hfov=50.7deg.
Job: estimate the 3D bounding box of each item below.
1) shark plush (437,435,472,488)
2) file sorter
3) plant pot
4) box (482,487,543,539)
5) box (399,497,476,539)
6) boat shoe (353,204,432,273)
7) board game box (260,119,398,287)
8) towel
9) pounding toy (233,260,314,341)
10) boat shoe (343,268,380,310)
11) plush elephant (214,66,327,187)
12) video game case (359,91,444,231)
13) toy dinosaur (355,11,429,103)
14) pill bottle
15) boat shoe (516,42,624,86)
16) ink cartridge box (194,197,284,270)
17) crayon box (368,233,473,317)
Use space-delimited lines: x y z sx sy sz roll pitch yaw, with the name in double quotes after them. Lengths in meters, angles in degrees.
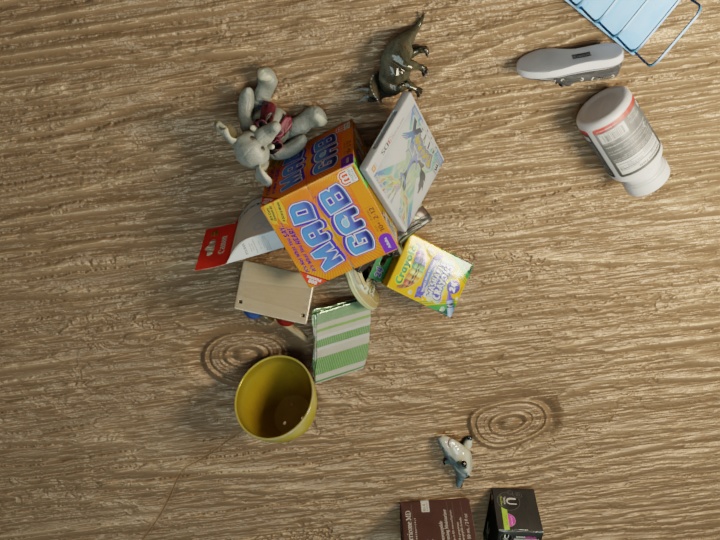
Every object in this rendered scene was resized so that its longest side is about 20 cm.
0.255 0.499 2.002 0.082 0.092 0.201 4 145 19 "shark plush"
0.477 -0.479 1.344 0.198 0.124 0.139 30 118 -19 "file sorter"
-0.181 0.324 1.807 0.196 0.203 0.142 -17 148 10 "plant pot"
0.411 0.716 2.065 0.121 0.150 0.203 3 123 -1 "box"
0.210 0.743 2.069 0.195 0.167 0.167 -3 123 0 "box"
0.065 -0.060 1.580 0.201 0.072 0.066 -44 81 7 "boat shoe"
-0.057 -0.133 1.501 0.197 0.201 0.202 -23 120 13 "board game box"
-0.046 0.161 1.758 0.150 0.023 0.204 -14 124 -25 "towel"
-0.180 0.070 1.642 0.180 0.200 0.145 13 87 -9 "pounding toy"
0.000 -0.002 1.662 0.062 0.074 0.203 -21 113 17 "boat shoe"
-0.186 -0.258 1.444 0.164 0.156 0.199 41 114 -19 "plush elephant"
0.085 -0.205 1.457 0.022 0.184 0.200 16 158 35 "video game case"
0.073 -0.383 1.423 0.100 0.078 0.202 10 126 -23 "toy dinosaur"
0.519 -0.249 1.490 0.115 0.117 0.200 -34 117 19 "pill bottle"
0.396 -0.381 1.439 0.196 0.071 0.067 -9 141 8 "boat shoe"
-0.243 -0.083 1.552 0.196 0.161 0.048 -14 123 8 "ink cartridge box"
0.132 0.002 1.648 0.197 0.052 0.128 25 91 -15 "crayon box"
